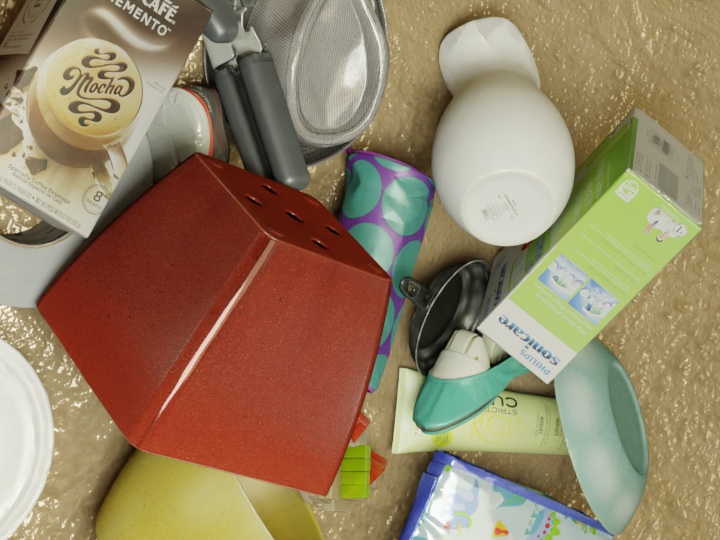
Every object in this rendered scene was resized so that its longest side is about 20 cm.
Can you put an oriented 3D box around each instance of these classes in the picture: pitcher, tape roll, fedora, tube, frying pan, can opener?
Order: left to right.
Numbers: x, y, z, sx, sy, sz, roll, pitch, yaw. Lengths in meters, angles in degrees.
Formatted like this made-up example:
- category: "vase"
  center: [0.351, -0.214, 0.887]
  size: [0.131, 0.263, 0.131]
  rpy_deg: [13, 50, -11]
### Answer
- category: "tape roll"
  center: [-0.344, 0.133, 1.625]
  size: [0.201, 0.071, 0.204]
  rpy_deg: [-6, 101, -29]
- category: "tape roll"
  center: [-0.267, -0.074, 1.635]
  size: [0.199, 0.066, 0.202]
  rpy_deg: [-5, 101, -29]
- category: "can opener"
  center: [-0.102, -0.152, 1.662]
  size: [0.067, 0.053, 0.201]
  rpy_deg: [-8, 77, -53]
- category: "fedora"
  center: [-0.037, -0.183, 1.731]
  size: [0.176, 0.090, 0.201]
  rpy_deg: [7, 95, -30]
- category: "frying pan"
  center: [0.058, 0.044, 1.816]
  size: [0.190, 0.031, 0.115]
  rpy_deg: [-10, 123, -57]
- category: "tube"
  center: [0.120, 0.138, 1.904]
  size: [0.199, 0.058, 0.052]
  rpy_deg: [8, 135, -25]
- category: "pitcher"
  center: [0.132, -0.098, 1.792]
  size: [0.121, 0.201, 0.172]
  rpy_deg: [-24, 126, 18]

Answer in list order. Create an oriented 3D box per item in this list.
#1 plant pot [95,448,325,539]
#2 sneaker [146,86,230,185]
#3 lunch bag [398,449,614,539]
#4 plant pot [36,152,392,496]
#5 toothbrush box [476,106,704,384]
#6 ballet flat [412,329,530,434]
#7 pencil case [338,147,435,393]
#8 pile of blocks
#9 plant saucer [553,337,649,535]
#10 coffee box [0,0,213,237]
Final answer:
- category: "plant pot"
  center: [-0.133, 0.209, 1.708]
  size: [0.142, 0.200, 0.200]
  rpy_deg: [-31, 115, 8]
- category: "sneaker"
  center: [-0.133, -0.058, 1.709]
  size: [0.082, 0.077, 0.201]
  rpy_deg: [-28, 132, -55]
- category: "lunch bag"
  center: [0.106, 0.267, 1.872]
  size: [0.200, 0.127, 0.171]
  rpy_deg: [25, 86, -41]
- category: "plant pot"
  center: [-0.095, 0.029, 1.589]
  size: [0.199, 0.200, 0.177]
  rpy_deg: [19, 109, -41]
- category: "toothbrush box"
  center: [0.200, -0.023, 1.784]
  size: [0.086, 0.146, 0.200]
  rpy_deg: [37, 117, -8]
- category: "ballet flat"
  center: [0.110, 0.076, 1.858]
  size: [0.200, 0.067, 0.071]
  rpy_deg: [-30, 117, -42]
- category: "pencil case"
  center: [0.000, 0.000, 1.786]
  size: [0.085, 0.092, 0.201]
  rpy_deg: [19, 89, -54]
- category: "pile of blocks"
  center: [-0.020, 0.150, 1.763]
  size: [0.200, 0.062, 0.082]
  rpy_deg: [59, 35, -51]
- category: "plant saucer"
  center: [0.227, 0.138, 1.892]
  size: [0.039, 0.201, 0.202]
  rpy_deg: [-17, 113, 19]
- category: "coffee box"
  center: [-0.215, -0.142, 1.568]
  size: [0.113, 0.080, 0.201]
  rpy_deg: [32, 83, -29]
